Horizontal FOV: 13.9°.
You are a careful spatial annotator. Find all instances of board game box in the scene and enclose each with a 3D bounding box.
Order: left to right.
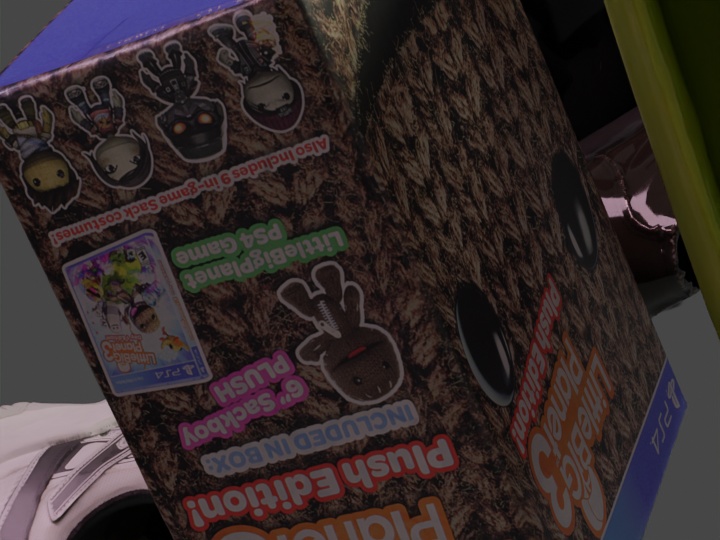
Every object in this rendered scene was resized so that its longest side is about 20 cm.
[{"bbox_3d":[0.000,0.000,0.815,0.096,0.201,0.160,-17,19,22],"label":"board game box"}]

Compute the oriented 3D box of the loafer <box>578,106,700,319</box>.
[{"bbox_3d":[0.134,-0.037,0.985,0.071,0.073,0.200,9,39,42],"label":"loafer"}]

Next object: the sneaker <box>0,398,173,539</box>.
[{"bbox_3d":[-0.051,0.070,0.936,0.199,0.076,0.088,-27,43,-32],"label":"sneaker"}]

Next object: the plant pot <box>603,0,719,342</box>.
[{"bbox_3d":[0.199,-0.086,0.817,0.181,0.200,0.199,-28,15,-34],"label":"plant pot"}]

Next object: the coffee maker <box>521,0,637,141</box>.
[{"bbox_3d":[0.048,-0.088,1.129,0.192,0.135,0.200,-33,19,-25],"label":"coffee maker"}]
